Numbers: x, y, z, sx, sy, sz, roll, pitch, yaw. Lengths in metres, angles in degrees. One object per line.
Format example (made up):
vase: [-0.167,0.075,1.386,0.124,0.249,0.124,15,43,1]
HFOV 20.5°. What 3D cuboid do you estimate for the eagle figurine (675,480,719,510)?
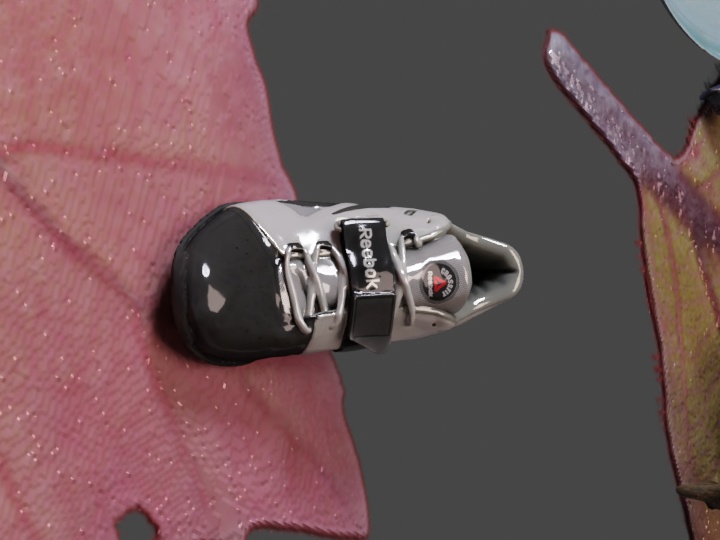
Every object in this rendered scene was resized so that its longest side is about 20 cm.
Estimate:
eagle figurine: [0.285,0.105,1.232,0.199,0.150,0.153,-31,96,-39]

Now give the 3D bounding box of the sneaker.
sneaker: [0.000,0.000,0.902,0.199,0.088,0.075,-8,92,-51]

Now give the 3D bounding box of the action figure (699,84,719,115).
action figure: [0.299,-0.103,1.338,0.198,0.104,0.196,-12,88,-23]

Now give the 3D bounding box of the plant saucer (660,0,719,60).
plant saucer: [0.246,-0.227,1.258,0.198,0.027,0.203,-3,95,-32]
